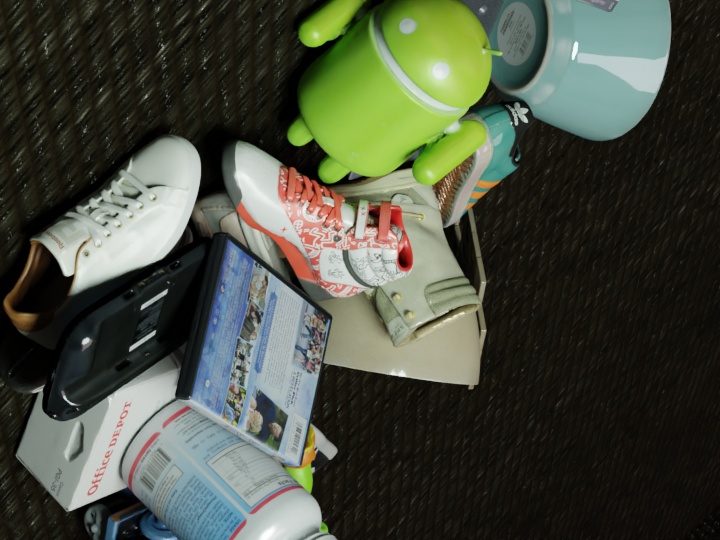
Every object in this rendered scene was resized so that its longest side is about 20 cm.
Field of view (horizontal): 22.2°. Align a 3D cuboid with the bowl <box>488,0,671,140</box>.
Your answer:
[{"bbox_3d":[0.182,-0.219,1.690,0.105,0.201,0.201,-3,132,-32],"label":"bowl"}]

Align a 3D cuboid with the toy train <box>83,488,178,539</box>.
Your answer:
[{"bbox_3d":[-0.182,0.238,1.805,0.200,0.114,0.087,-22,134,-45],"label":"toy train"}]

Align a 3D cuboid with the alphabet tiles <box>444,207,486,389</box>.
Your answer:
[{"bbox_3d":[0.106,0.014,1.900,0.008,0.200,0.167,-1,141,-8],"label":"alphabet tiles"}]

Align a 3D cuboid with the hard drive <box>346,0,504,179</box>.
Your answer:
[{"bbox_3d":[0.052,-0.181,1.673,0.135,0.042,0.200,-21,145,-46],"label":"hard drive"}]

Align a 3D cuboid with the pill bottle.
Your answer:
[{"bbox_3d":[-0.105,0.208,1.585,0.109,0.200,0.109,-38,154,-22],"label":"pill bottle"}]

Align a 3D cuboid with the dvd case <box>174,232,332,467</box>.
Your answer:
[{"bbox_3d":[-0.085,0.070,1.540,0.200,0.018,0.143,41,56,-56],"label":"dvd case"}]

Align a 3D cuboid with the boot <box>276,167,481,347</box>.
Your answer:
[{"bbox_3d":[0.000,0.000,1.679,0.200,0.155,0.072,-17,164,-21],"label":"boot"}]

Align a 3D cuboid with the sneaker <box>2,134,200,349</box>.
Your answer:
[{"bbox_3d":[-0.201,-0.028,1.432,0.200,0.073,0.085,-54,155,-3],"label":"sneaker"}]

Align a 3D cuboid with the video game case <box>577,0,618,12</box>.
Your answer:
[{"bbox_3d":[0.125,-0.276,1.536,0.019,0.143,0.200,-54,155,17],"label":"video game case"}]

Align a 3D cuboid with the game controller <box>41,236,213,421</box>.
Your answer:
[{"bbox_3d":[-0.179,0.044,1.461,0.200,0.042,0.105,-37,145,-50],"label":"game controller"}]

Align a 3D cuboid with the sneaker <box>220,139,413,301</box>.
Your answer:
[{"bbox_3d":[-0.029,-0.052,1.549,0.108,0.067,0.201,-13,138,23],"label":"sneaker"}]

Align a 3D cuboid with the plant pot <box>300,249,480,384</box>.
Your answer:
[{"bbox_3d":[0.028,0.029,1.800,0.200,0.200,0.135,11,89,-62],"label":"plant pot"}]

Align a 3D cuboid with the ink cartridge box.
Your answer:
[{"bbox_3d":[-0.194,0.112,1.643,0.200,0.083,0.147,-18,142,-49],"label":"ink cartridge box"}]

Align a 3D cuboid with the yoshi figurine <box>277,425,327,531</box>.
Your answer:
[{"bbox_3d":[-0.095,0.244,1.736,0.112,0.112,0.200,-13,124,-31],"label":"yoshi figurine"}]

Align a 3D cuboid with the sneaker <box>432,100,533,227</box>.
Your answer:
[{"bbox_3d":[0.109,-0.099,1.727,0.080,0.072,0.200,-22,168,-20],"label":"sneaker"}]

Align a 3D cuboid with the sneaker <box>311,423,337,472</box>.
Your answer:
[{"bbox_3d":[-0.092,0.201,1.949,0.112,0.073,0.200,-48,157,-5],"label":"sneaker"}]

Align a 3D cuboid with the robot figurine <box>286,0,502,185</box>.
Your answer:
[{"bbox_3d":[0.027,-0.158,1.542,0.200,0.176,0.116,-37,-177,34],"label":"robot figurine"}]

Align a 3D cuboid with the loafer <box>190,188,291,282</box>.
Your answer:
[{"bbox_3d":[-0.096,0.014,1.618,0.072,0.063,0.200,-82,160,-58],"label":"loafer"}]

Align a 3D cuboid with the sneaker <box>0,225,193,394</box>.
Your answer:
[{"bbox_3d":[-0.206,0.040,1.529,0.201,0.076,0.115,-46,154,-11],"label":"sneaker"}]
